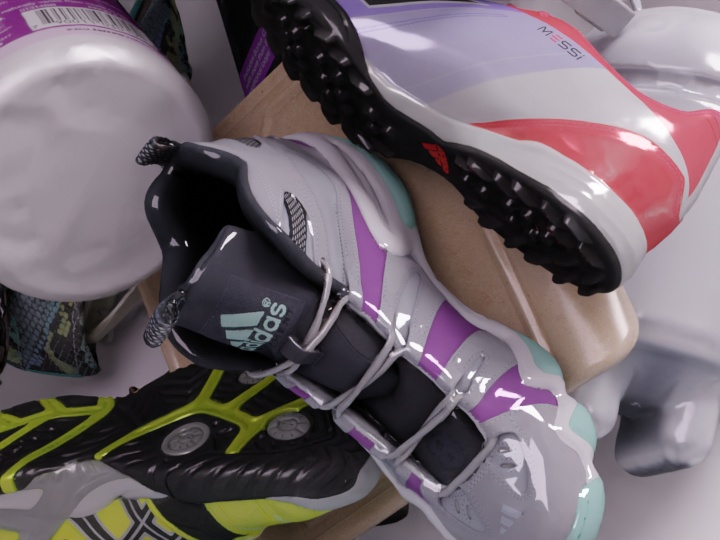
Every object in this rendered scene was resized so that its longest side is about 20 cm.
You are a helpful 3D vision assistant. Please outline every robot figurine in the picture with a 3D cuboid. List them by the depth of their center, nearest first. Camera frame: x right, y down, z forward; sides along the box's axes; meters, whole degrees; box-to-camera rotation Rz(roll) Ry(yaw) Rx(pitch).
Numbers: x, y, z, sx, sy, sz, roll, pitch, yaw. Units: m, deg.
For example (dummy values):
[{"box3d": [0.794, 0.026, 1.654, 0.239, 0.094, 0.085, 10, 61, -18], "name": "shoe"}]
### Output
[{"box3d": [0.121, -0.021, 0.687, 0.169, 0.113, 0.201, 18, 75, -12], "name": "robot figurine"}]

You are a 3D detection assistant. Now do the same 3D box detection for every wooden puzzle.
[{"box3d": [0.000, 0.000, 0.681, 0.200, 0.037, 0.186, -37, 66, 30], "name": "wooden puzzle"}]

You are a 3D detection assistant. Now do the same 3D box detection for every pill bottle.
[{"box3d": [-0.144, -0.077, 0.731, 0.112, 0.112, 0.200, -45, 35, 2], "name": "pill bottle"}]

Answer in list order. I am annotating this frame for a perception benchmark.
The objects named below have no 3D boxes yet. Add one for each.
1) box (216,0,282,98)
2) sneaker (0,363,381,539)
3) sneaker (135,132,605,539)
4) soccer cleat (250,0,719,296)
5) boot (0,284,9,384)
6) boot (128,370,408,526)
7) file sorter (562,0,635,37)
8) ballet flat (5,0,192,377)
[{"box3d": [-0.042, -0.189, 0.812, 0.036, 0.143, 0.201, -3, 60, -25], "name": "box"}, {"box3d": [-0.076, 0.088, 0.680, 0.199, 0.077, 0.076, -8, 30, 30], "name": "sneaker"}, {"box3d": [-0.013, 0.028, 0.576, 0.200, 0.139, 0.078, 50, 117, 30], "name": "sneaker"}, {"box3d": [0.038, -0.071, 0.608, 0.073, 0.068, 0.200, -43, 60, -16], "name": "soccer cleat"}, {"box3d": [-0.223, 0.076, 0.785, 0.174, 0.069, 0.201, -30, 57, 40], "name": "boot"}, {"box3d": [-0.068, 0.036, 0.769, 0.199, 0.073, 0.152, 1, 73, 19], "name": "boot"}, {"box3d": [0.050, -0.213, 0.634, 0.125, 0.139, 0.200, -46, 62, 15], "name": "file sorter"}, {"box3d": [-0.114, -0.039, 0.829, 0.074, 0.074, 0.201, 19, 81, 27], "name": "ballet flat"}]
